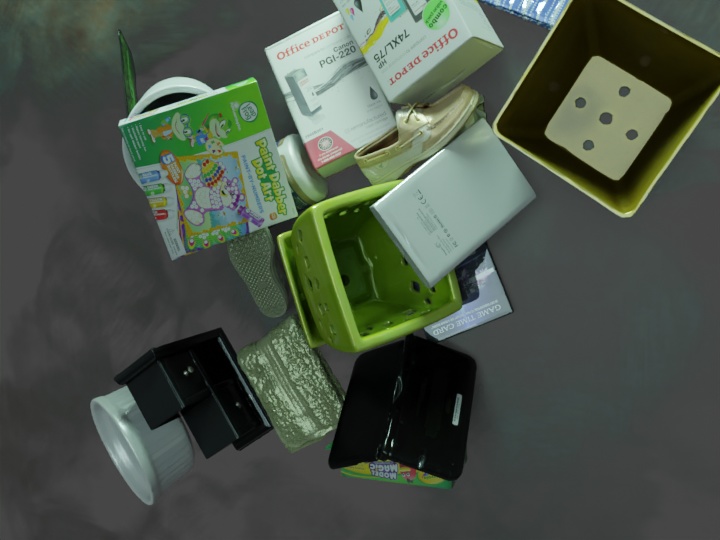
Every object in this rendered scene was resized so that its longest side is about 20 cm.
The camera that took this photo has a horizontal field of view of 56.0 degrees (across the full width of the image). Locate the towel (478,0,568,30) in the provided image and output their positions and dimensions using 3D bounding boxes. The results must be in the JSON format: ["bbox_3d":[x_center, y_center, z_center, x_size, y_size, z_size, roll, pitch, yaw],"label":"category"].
[{"bbox_3d":[0.252,-0.426,0.948,0.198,0.024,0.147,27,103,17],"label":"towel"}]

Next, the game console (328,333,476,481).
[{"bbox_3d":[0.065,0.210,1.005,0.173,0.202,0.117,19,141,-3],"label":"game console"}]

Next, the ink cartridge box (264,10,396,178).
[{"bbox_3d":[-0.039,-0.266,1.025,0.144,0.085,0.203,-24,84,6],"label":"ink cartridge box"}]

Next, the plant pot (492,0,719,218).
[{"bbox_3d":[0.312,-0.204,0.862,0.199,0.176,0.202,36,105,13],"label":"plant pot"}]

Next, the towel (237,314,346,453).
[{"bbox_3d":[-0.112,0.191,1.129,0.147,0.036,0.202,-33,83,19],"label":"towel"}]

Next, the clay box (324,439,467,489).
[{"bbox_3d":[0.055,0.279,1.031,0.196,0.115,0.049,-1,96,21],"label":"clay box"}]

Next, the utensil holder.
[{"bbox_3d":[-0.272,-0.208,1.041,0.167,0.200,0.173,-6,112,-14],"label":"utensil holder"}]

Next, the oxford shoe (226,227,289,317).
[{"bbox_3d":[-0.161,-0.017,1.078,0.074,0.058,0.202,-11,124,9],"label":"oxford shoe"}]

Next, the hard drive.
[{"bbox_3d":[0.127,-0.092,0.908,0.199,0.026,0.133,-39,96,-13],"label":"hard drive"}]

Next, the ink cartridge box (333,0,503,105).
[{"bbox_3d":[0.076,-0.356,0.946,0.146,0.145,0.202,-32,84,29],"label":"ink cartridge box"}]

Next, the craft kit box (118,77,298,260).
[{"bbox_3d":[-0.208,-0.141,0.952,0.194,0.049,0.203,-21,114,-10],"label":"craft kit box"}]

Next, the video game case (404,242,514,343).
[{"bbox_3d":[0.131,-0.006,1.031,0.141,0.019,0.203,-23,87,21],"label":"video game case"}]

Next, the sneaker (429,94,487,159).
[{"bbox_3d":[0.143,-0.146,0.977,0.087,0.074,0.204,-6,84,1],"label":"sneaker"}]

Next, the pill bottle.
[{"bbox_3d":[-0.159,-0.123,1.081,0.198,0.111,0.113,-25,86,20],"label":"pill bottle"}]

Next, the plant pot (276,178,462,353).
[{"bbox_3d":[0.000,0.000,0.975,0.181,0.196,0.204,-18,90,58],"label":"plant pot"}]

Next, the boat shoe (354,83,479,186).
[{"bbox_3d":[0.071,-0.191,0.928,0.069,0.074,0.199,40,121,-22],"label":"boat shoe"}]

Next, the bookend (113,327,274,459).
[{"bbox_3d":[-0.261,0.215,1.101,0.091,0.199,0.201,-34,82,20],"label":"bookend"}]

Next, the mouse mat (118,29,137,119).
[{"bbox_3d":[-0.383,-0.282,1.138,0.007,0.161,0.204,-5,93,-11],"label":"mouse mat"}]

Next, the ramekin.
[{"bbox_3d":[-0.369,0.286,1.160,0.199,0.097,0.203,33,137,36],"label":"ramekin"}]
